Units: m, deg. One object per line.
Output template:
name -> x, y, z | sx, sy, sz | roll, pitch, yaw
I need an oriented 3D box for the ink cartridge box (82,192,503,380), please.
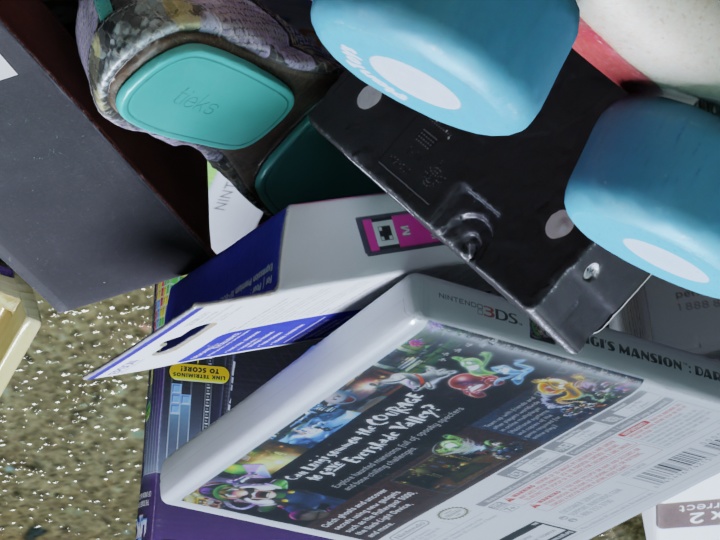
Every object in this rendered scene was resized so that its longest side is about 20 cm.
ink cartridge box -> 0.000, 0.000, 0.759 | 0.199, 0.037, 0.095 | -12, 169, -35

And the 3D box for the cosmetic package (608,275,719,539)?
cosmetic package -> 0.199, 0.022, 0.921 | 0.163, 0.166, 0.201 | -7, 141, 4

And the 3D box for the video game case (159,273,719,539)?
video game case -> 0.043, 0.069, 0.816 | 0.180, 0.024, 0.200 | 16, 149, -27

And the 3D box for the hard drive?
hard drive -> 0.090, -0.087, 0.674 | 0.200, 0.140, 0.038 | -50, 136, 1

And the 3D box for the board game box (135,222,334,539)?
board game box -> -0.001, 0.069, 0.954 | 0.198, 0.167, 0.057 | 5, 168, -14

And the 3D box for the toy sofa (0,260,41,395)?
toy sofa -> -0.250, -0.001, 0.921 | 0.199, 0.098, 0.083 | 22, 111, -29

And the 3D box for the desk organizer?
desk organizer -> -0.125, -0.072, 0.721 | 0.071, 0.078, 0.200 | -16, 146, 17

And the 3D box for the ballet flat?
ballet flat -> -0.037, -0.067, 0.743 | 0.072, 0.073, 0.200 | -23, 156, 20

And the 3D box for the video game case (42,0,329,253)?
video game case -> -0.119, -0.068, 0.820 | 0.198, 0.022, 0.182 | 8, 145, -18

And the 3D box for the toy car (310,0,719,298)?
toy car -> 0.048, -0.116, 0.575 | 0.176, 0.186, 0.199 | 32, 171, -32
